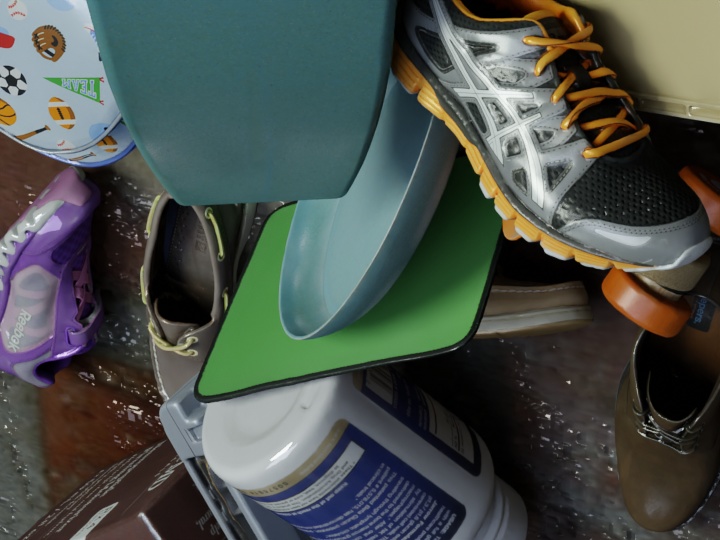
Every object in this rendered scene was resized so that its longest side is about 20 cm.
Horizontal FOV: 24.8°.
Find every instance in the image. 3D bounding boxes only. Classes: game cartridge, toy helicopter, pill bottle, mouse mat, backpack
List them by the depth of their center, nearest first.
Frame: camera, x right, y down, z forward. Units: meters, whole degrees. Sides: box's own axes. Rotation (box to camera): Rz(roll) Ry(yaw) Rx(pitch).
[{"bbox_3d":[0.101,-0.056,0.851,0.079,0.132,0.200,-57,46,19],"label":"toy helicopter"},{"bbox_3d":[0.000,0.000,0.940,0.200,0.161,0.008,-13,131,35],"label":"mouse mat"},{"bbox_3d":[-0.166,-0.152,0.961,0.200,0.154,0.191,41,139,1],"label":"backpack"},{"bbox_3d":[0.010,0.121,0.989,0.111,0.111,0.200,-22,133,37],"label":"pill bottle"},{"bbox_3d":[-0.036,0.133,1.045,0.042,0.133,0.200,-17,108,38],"label":"game cartridge"}]

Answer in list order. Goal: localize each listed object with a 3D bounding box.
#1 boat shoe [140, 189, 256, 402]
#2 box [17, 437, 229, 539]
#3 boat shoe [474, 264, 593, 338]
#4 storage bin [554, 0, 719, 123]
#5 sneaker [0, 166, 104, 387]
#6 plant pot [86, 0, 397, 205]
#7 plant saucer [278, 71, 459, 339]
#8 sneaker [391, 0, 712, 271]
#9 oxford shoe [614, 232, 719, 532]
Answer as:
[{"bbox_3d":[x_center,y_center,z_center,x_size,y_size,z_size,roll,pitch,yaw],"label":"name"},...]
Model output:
[{"bbox_3d":[-0.112,0.018,1.073,0.072,0.060,0.200,23,125,17],"label":"boat shoe"},{"bbox_3d":[-0.121,0.213,1.119,0.200,0.166,0.164,-28,99,37],"label":"box"},{"bbox_3d":[0.041,0.005,0.970,0.200,0.074,0.069,0,87,28],"label":"boat shoe"},{"bbox_3d":[0.134,-0.183,0.757,0.198,0.094,0.200,16,125,46],"label":"storage bin"},{"bbox_3d":[-0.209,0.012,1.122,0.088,0.081,0.200,36,133,-1],"label":"sneaker"},{"bbox_3d":[-0.053,-0.132,0.790,0.141,0.141,0.200,-3,139,-1],"label":"plant pot"},{"bbox_3d":[0.009,-0.052,0.894,0.027,0.200,0.200,21,131,-18],"label":"plant saucer"},{"bbox_3d":[0.085,-0.078,0.746,0.200,0.078,0.077,46,138,23],"label":"sneaker"},{"bbox_3d":[0.173,0.076,0.925,0.073,0.084,0.200,16,124,20],"label":"oxford shoe"}]
